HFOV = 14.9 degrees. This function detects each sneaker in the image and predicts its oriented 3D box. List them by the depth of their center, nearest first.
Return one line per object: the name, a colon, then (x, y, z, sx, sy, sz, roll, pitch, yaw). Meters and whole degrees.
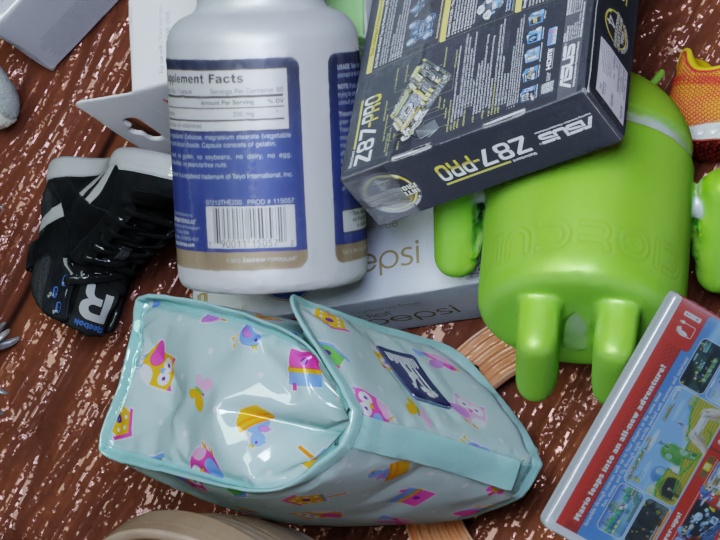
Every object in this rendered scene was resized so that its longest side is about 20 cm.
sneaker: (0.265, -0.105, 1.556, 0.200, 0.073, 0.077, 1, 79, 26)
sneaker: (-0.144, -0.013, 1.703, 0.200, 0.073, 0.112, -1, 75, 62)

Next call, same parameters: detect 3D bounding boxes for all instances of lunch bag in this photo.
lunch bag: (-0.018, 0.085, 1.559, 0.200, 0.170, 0.122, 6, 80, 44)

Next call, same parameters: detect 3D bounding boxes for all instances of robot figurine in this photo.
robot figurine: (0.127, -0.027, 1.534, 0.175, 0.116, 0.200, 2, 63, 7)

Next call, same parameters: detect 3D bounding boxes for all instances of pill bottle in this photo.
pill bottle: (-0.054, -0.091, 1.572, 0.111, 0.111, 0.200, 1, 98, 26)

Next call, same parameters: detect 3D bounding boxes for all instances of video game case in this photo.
video game case: (0.216, 0.120, 1.472, 0.200, 0.017, 0.143, 29, 92, -9)

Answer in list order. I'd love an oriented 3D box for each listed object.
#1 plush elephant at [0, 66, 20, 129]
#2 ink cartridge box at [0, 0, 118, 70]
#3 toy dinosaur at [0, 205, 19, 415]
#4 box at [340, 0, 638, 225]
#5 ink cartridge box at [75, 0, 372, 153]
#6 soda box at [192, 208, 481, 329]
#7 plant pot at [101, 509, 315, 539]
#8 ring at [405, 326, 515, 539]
plush elephant: (-0.361, -0.119, 1.812, 0.200, 0.165, 0.155, -10, 29, 39)
ink cartridge box: (-0.203, -0.269, 1.830, 0.200, 0.084, 0.176, -45, 61, 7)
toy dinosaur: (-0.290, 0.032, 1.760, 0.200, 0.105, 0.182, 26, 96, 13)
box: (0.076, -0.132, 1.536, 0.161, 0.049, 0.200, -18, 43, 28)
ink cartridge box: (-0.065, -0.133, 1.701, 0.200, 0.117, 0.067, -11, 69, 22)
soda box: (0.000, 0.000, 1.657, 0.200, 0.068, 0.064, -10, 71, 23)
plant pot: (-0.060, 0.213, 1.585, 0.201, 0.093, 0.201, 21, 128, 29)
ring: (0.116, 0.116, 1.594, 0.200, 0.019, 0.201, -8, 70, 23)
